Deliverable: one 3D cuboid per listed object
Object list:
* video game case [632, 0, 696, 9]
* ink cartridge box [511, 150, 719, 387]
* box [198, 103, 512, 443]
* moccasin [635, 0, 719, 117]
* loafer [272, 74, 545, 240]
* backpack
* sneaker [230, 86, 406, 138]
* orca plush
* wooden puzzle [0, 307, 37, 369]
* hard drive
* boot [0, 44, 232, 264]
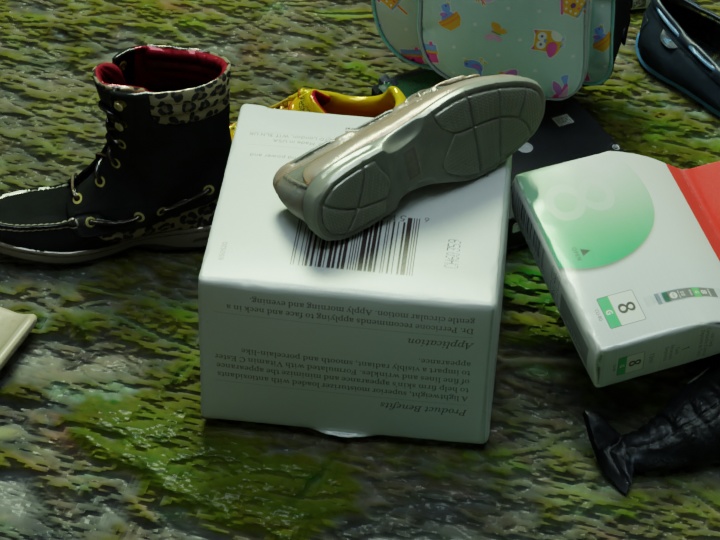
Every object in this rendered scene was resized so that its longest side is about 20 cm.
[{"bbox_3d":[0.184,-0.291,1.844,0.181,0.023,0.201,-7,41,-10],"label":"video game case"},{"bbox_3d":[0.223,-0.018,1.418,0.199,0.050,0.161,-16,53,-9],"label":"ink cartridge box"},{"bbox_3d":[0.000,0.000,1.423,0.198,0.131,0.201,5,40,3],"label":"box"},{"bbox_3d":[0.306,-0.163,1.667,0.199,0.068,0.080,27,47,25],"label":"moccasin"},{"bbox_3d":[0.032,-0.088,1.378,0.199,0.072,0.063,-28,42,-27],"label":"loafer"},{"bbox_3d":[0.103,-0.227,1.599,0.199,0.177,0.154,10,37,15],"label":"backpack"},{"bbox_3d":[-0.057,-0.106,1.579,0.199,0.077,0.073,-11,43,1],"label":"sneaker"},{"bbox_3d":[0.244,0.074,1.394,0.199,0.071,0.105,-10,43,-14],"label":"orca plush"},{"bbox_3d":[-0.349,0.054,1.413,0.199,0.046,0.186,16,43,16],"label":"wooden puzzle"},{"bbox_3d":[0.112,-0.100,1.612,0.139,0.038,0.200,-18,46,-21],"label":"hard drive"},{"bbox_3d":[-0.179,-0.083,1.495,0.199,0.151,0.073,-2,41,-5],"label":"boot"}]
